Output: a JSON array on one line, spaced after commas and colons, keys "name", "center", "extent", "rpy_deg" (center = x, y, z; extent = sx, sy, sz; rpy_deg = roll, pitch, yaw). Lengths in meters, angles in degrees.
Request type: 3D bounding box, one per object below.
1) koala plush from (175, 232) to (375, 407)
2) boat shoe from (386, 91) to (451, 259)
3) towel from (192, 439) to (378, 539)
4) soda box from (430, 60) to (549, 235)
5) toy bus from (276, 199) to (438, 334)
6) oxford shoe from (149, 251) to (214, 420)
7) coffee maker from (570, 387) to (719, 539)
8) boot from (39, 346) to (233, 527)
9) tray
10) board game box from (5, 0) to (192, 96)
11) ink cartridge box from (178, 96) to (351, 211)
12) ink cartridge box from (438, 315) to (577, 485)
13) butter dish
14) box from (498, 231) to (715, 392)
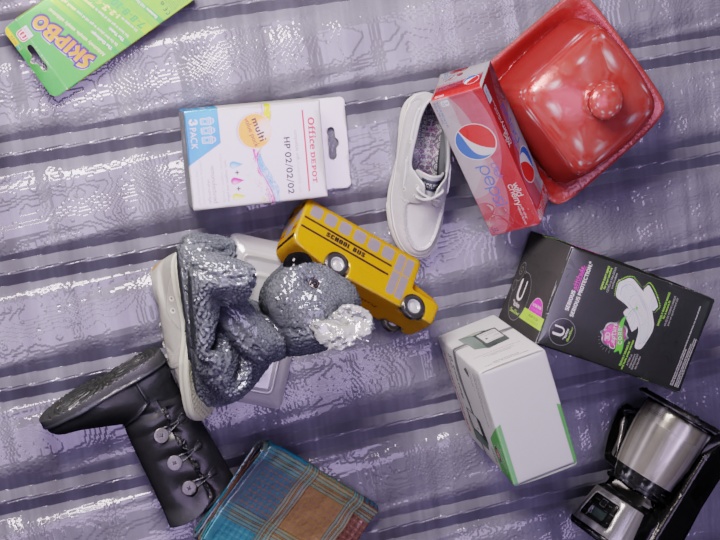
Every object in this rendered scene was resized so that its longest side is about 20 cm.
[{"name": "koala plush", "center": [-0.090, 0.050, 1.416], "extent": [0.199, 0.177, 0.185], "rpy_deg": [-7, 103, -13]}, {"name": "boat shoe", "center": [0.078, -0.112, 1.545], "extent": [0.072, 0.069, 0.201], "rpy_deg": [8, 96, -14]}, {"name": "towel", "center": [-0.086, 0.304, 1.564], "extent": [0.200, 0.022, 0.147], "rpy_deg": [35, 90, -31]}, {"name": "soda box", "center": [0.154, -0.141, 1.521], "extent": [0.070, 0.064, 0.201], "rpy_deg": [-13, 123, 26]}, {"name": "toy bus", "center": [0.000, 0.000, 1.535], "extent": [0.199, 0.065, 0.079], "rpy_deg": [29, 62, -15]}, {"name": "oxford shoe", "center": [-0.205, 0.075, 1.506], "extent": [0.057, 0.075, 0.201], "rpy_deg": [-5, 97, 28]}, {"name": "coffee maker", "center": [0.387, 0.279, 1.637], "extent": [0.192, 0.135, 0.201], "rpy_deg": [31, 91, -16]}, {"name": "boot", "center": [-0.259, 0.215, 1.521], "extent": [0.164, 0.066, 0.201], "rpy_deg": [-28, 107, -6]}, {"name": "tray", "center": [-0.124, 0.063, 1.547], "extent": [0.107, 0.022, 0.201], "rpy_deg": [12, 95, -13]}, {"name": "board game box", "center": [-0.293, -0.290, 1.457], "extent": [0.200, 0.030, 0.096], "rpy_deg": [-37, 103, -8]}, {"name": "ink cartridge box", "center": [-0.104, -0.139, 1.499], "extent": [0.199, 0.068, 0.116], "rpy_deg": [-7, 100, -12]}, {"name": "ink cartridge box", "center": [0.171, 0.150, 1.536], "extent": [0.084, 0.200, 0.147], "rpy_deg": [-20, 102, -7]}, {"name": "butter dish", "center": [0.266, -0.202, 1.535], "extent": [0.199, 0.148, 0.200], "rpy_deg": [-41, 105, -4]}, {"name": "box", "center": [0.296, 0.048, 1.576], "extent": [0.199, 0.149, 0.125], "rpy_deg": [20, 95, -15]}]
